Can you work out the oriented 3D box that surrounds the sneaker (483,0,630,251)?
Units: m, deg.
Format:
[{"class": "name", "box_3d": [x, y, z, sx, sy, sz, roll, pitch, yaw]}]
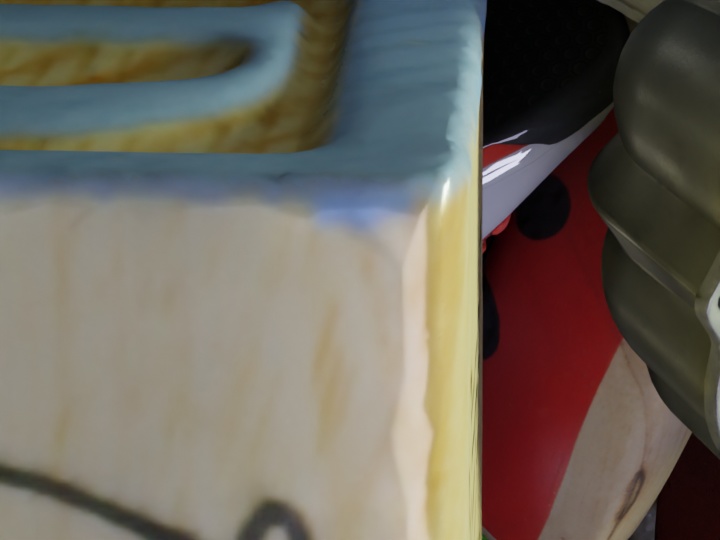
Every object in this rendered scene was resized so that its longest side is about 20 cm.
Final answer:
[{"class": "sneaker", "box_3d": [-0.001, 0.000, 0.832, 0.201, 0.067, 0.108, -29, 136, 10]}]

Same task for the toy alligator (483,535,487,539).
[{"class": "toy alligator", "box_3d": [0.105, 0.139, 1.018, 0.200, 0.054, 0.059, 42, 146, -2]}]

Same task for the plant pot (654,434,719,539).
[{"class": "plant pot", "box_3d": [0.210, 0.046, 0.930, 0.200, 0.200, 0.177, -15, 124, -9]}]

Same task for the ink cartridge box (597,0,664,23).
[{"class": "ink cartridge box", "box_3d": [0.083, -0.175, 0.729, 0.145, 0.083, 0.200, 25, 120, -38]}]

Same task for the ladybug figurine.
[{"class": "ladybug figurine", "box_3d": [0.069, 0.010, 0.880, 0.072, 0.136, 0.200, 20, 137, 0]}]

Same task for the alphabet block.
[{"class": "alphabet block", "box_3d": [-0.067, 0.043, 0.694, 0.195, 0.196, 0.200, 1, 109, 5]}]

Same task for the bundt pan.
[{"class": "bundt pan", "box_3d": [0.137, -0.037, 0.753, 0.202, 0.076, 0.202, -22, 128, -30]}]
